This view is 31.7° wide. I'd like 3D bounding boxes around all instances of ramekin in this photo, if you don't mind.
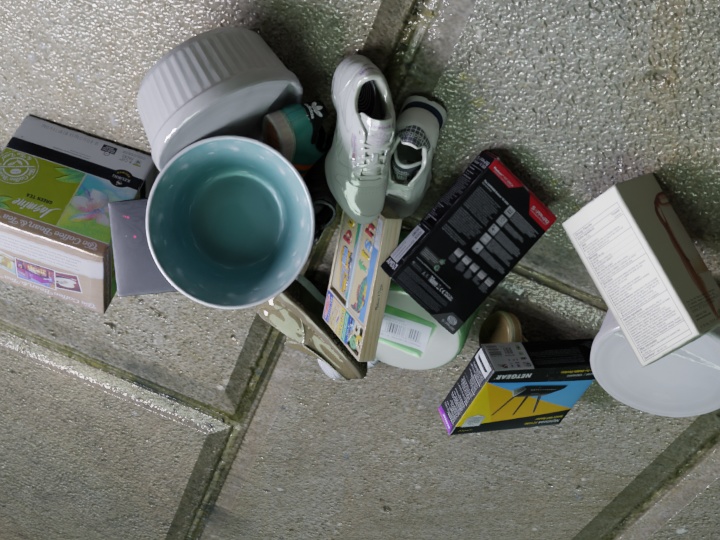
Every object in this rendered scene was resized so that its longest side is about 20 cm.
[{"bbox_3d":[0.068,0.048,1.774,0.197,0.098,0.201,12,141,10],"label":"ramekin"},{"bbox_3d":[-0.175,-0.205,1.517,0.095,0.201,0.202,59,141,13],"label":"ramekin"},{"bbox_3d":[0.408,0.095,1.675,0.200,0.095,0.204,13,141,10],"label":"ramekin"}]

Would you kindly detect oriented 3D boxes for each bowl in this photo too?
[{"bbox_3d":[-0.152,-0.058,1.527,0.198,0.203,0.105,21,-178,-2],"label":"bowl"}]

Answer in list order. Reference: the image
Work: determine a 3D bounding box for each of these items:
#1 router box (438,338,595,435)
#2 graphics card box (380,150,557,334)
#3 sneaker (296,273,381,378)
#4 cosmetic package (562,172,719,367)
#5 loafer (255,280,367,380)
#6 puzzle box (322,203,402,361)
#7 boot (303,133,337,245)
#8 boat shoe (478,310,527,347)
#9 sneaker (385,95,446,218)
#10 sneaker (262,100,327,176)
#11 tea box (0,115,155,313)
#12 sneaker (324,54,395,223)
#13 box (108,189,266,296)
[{"bbox_3d":[0.227,0.163,1.784,0.198,0.051,0.150,-1,139,-30],"label":"router box"},{"bbox_3d":[0.136,-0.034,1.594,0.125,0.200,0.051,40,-178,-25],"label":"graphics card box"},{"bbox_3d":[-0.027,0.075,1.873,0.113,0.076,0.201,-11,129,23],"label":"sneaker"},{"bbox_3d":[0.344,-0.002,1.521,0.103,0.087,0.202,-38,75,47],"label":"cosmetic package"},{"bbox_3d":[-0.069,0.085,1.800,0.067,0.076,0.200,-37,104,27],"label":"loafer"},{"bbox_3d":[0.000,0.000,1.664,0.025,0.133,0.203,1,113,-24],"label":"puzzle box"},{"bbox_3d":[-0.068,-0.078,1.651,0.069,0.133,0.200,23,147,-5],"label":"boot"},{"bbox_3d":[0.215,0.125,1.839,0.063,0.073,0.202,-24,138,-18],"label":"boat shoe"},{"bbox_3d":[0.053,-0.126,1.592,0.075,0.081,0.201,15,143,4],"label":"sneaker"},{"bbox_3d":[-0.080,-0.146,1.589,0.072,0.079,0.200,62,163,14],"label":"sneaker"},{"bbox_3d":[-0.408,-0.078,1.753,0.197,0.198,0.134,17,142,2],"label":"tea box"},{"bbox_3d":[0.002,-0.150,1.510,0.074,0.100,0.203,-9,108,-18],"label":"sneaker"},{"bbox_3d":[-0.213,-0.038,1.636,0.197,0.106,0.124,-6,93,3],"label":"box"}]
